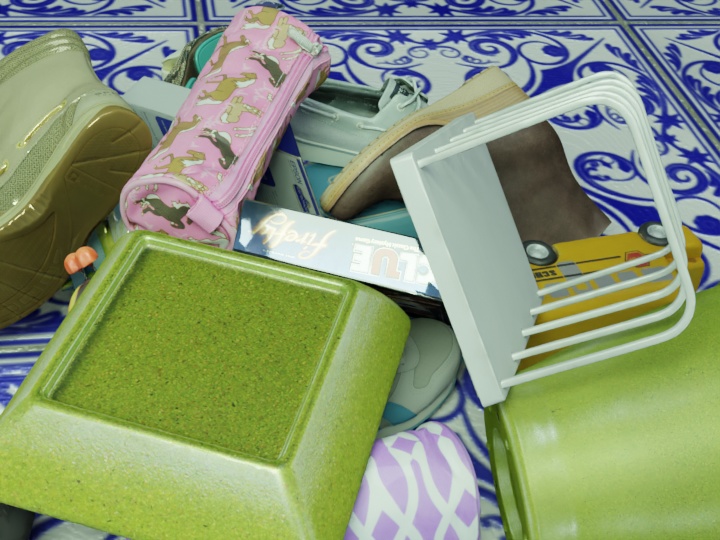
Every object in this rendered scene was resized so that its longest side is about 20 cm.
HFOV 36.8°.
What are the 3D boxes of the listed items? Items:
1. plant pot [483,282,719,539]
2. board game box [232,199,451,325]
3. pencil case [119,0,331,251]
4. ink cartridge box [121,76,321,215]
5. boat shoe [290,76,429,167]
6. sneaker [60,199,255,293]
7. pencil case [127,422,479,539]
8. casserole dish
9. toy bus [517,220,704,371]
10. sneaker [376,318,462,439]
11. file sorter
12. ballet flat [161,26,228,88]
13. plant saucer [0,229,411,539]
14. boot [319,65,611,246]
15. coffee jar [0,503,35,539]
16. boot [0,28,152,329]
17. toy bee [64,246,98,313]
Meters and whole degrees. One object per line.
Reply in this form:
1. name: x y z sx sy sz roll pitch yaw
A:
1. plant pot: 0.176 0.109 0.629 0.190 0.202 0.201 -10 40 -1
2. board game box: 0.000 0.000 0.740 0.134 0.035 0.200 13 -6 8
3. pencil case: -0.087 -0.094 0.731 0.082 0.087 0.201 24 53 1
4. ink cartridge box: -0.099 -0.087 0.857 0.199 0.100 0.039 22 57 32
5. boat shoe: 0.022 -0.126 0.910 0.198 0.072 0.070 7 39 0
6. sneaker: -0.164 -0.019 0.792 0.130 0.080 0.199 -32 28 -34
7. pencil case: -0.028 0.142 0.614 0.198 0.085 0.085 -10 22 -20
8. casserole dish: 0.019 -0.064 0.923 0.198 0.039 0.121 -14 44 -25
9. toy bus: 0.172 0.020 0.818 0.198 0.066 0.079 -9 41 -18
10. sneaker: -0.014 0.067 0.722 0.198 0.081 0.077 -16 42 -27
11. file sorter: 0.118 -0.034 0.635 0.123 0.140 0.200 -19 8 18
12. ballet flat: -0.167 -0.171 1.015 0.074 0.068 0.201 -3 37 21
13. plant saucer: -0.085 0.053 0.592 0.197 0.048 0.201 13 44 8
14. boot: 0.086 -0.051 0.853 0.199 0.072 0.167 -34 89 -14
15. coffee jar: -0.282 0.137 0.594 0.197 0.086 0.105 2 36 -4
16. boot: -0.242 -0.065 0.757 0.073 0.200 0.156 31 14 -46
17. toy bee: -0.142 0.029 0.712 0.130 0.110 0.200 -20 3 29
